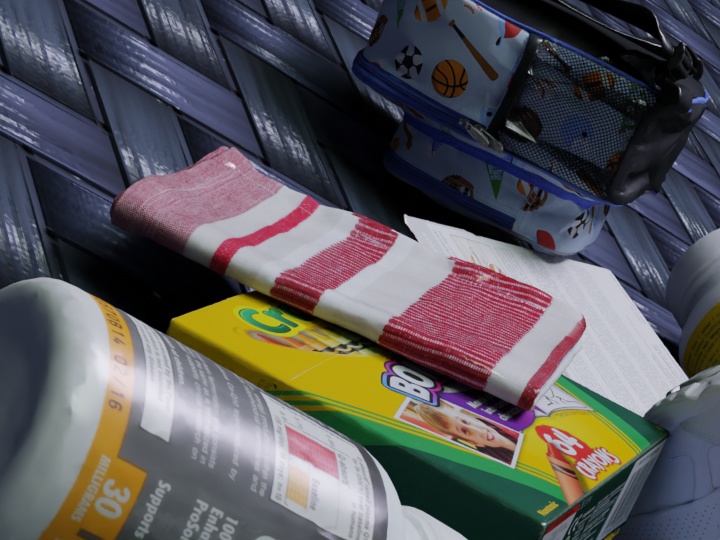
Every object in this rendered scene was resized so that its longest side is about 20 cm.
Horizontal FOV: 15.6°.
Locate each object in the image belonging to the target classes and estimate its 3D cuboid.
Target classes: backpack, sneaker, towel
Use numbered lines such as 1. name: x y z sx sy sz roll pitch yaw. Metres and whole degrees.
1. backpack: 0.091 -0.103 1.503 0.190 0.154 0.200 34 7 8
2. sneaker: 0.168 0.104 1.226 0.078 0.200 0.100 -23 75 -33
3. towel: 0.000 0.000 1.166 0.200 0.023 0.144 24 15 9

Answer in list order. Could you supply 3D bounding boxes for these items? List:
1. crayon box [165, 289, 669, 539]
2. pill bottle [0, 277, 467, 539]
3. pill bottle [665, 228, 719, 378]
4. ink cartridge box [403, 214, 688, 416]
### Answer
1. crayon box: 0.022 0.067 1.116 0.172 0.058 0.200 29 16 15
2. pill bottle: -0.057 0.093 0.898 0.200 0.116 0.117 31 24 -31
3. pill bottle: 0.259 0.066 1.570 0.112 0.112 0.200 27 26 -40
4. ink cartridge box: 0.107 0.055 1.406 0.200 0.050 0.161 11 39 -49
